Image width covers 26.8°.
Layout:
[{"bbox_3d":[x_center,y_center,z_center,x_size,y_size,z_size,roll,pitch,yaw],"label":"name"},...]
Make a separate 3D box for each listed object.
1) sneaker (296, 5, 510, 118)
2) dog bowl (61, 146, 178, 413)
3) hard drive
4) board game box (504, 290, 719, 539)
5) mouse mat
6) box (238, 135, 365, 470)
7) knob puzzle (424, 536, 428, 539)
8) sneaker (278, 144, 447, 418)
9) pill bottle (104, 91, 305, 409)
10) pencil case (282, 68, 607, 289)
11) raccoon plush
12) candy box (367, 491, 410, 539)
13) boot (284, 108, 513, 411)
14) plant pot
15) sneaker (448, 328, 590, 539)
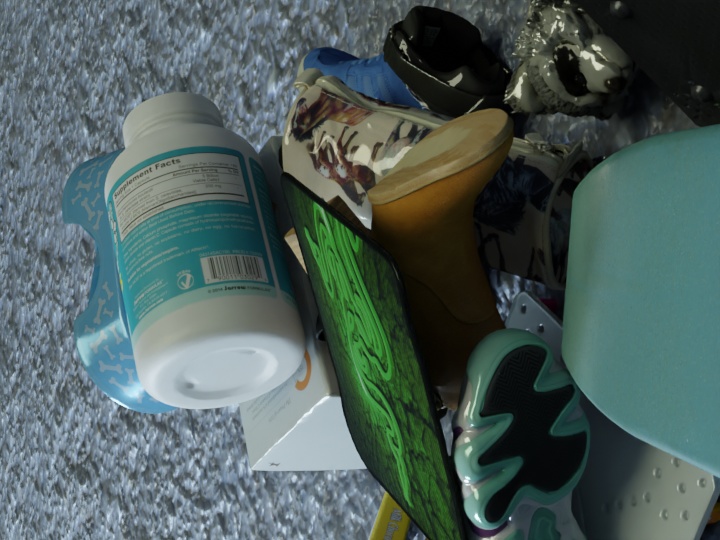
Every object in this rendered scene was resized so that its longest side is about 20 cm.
[{"bbox_3d":[0.029,-0.131,0.994,0.200,0.076,0.112,48,134,46],"label":"sneaker"},{"bbox_3d":[-0.149,-0.001,1.082,0.049,0.111,0.201,-29,61,42],"label":"dog bowl"},{"bbox_3d":[0.191,-0.116,0.671,0.042,0.135,0.200,-58,27,-15],"label":"hard drive"},{"bbox_3d":[0.120,0.145,0.868,0.200,0.026,0.201,48,129,51],"label":"board game box"},{"bbox_3d":[0.008,0.056,0.805,0.161,0.007,0.201,40,148,59],"label":"mouse mat"},{"bbox_3d":[-0.028,0.025,1.066,0.124,0.097,0.201,-47,48,48],"label":"box"},{"bbox_3d":[0.014,0.263,0.903,0.220,0.030,0.221,22,-90,-82],"label":"knob puzzle"},{"bbox_3d":[0.000,0.001,0.966,0.200,0.104,0.060,38,160,15],"label":"sneaker"},{"bbox_3d":[-0.108,-0.019,1.001,0.111,0.110,0.201,-51,45,46],"label":"pill bottle"},{"bbox_3d":[0.044,-0.059,0.887,0.199,0.078,0.090,20,119,28],"label":"pencil case"},{"bbox_3d":[0.128,-0.176,0.856,0.201,0.096,0.134,-82,5,-48],"label":"raccoon plush"},{"bbox_3d":[0.000,0.224,0.961,0.200,0.026,0.103,-64,-6,-66],"label":"candy box"},{"bbox_3d":[0.054,0.004,0.825,0.144,0.071,0.201,51,143,-9],"label":"boot"},{"bbox_3d":[0.177,0.011,0.675,0.200,0.140,0.142,-172,86,-70],"label":"plant pot"},{"bbox_3d":[0.062,0.107,0.823,0.140,0.077,0.201,35,138,57],"label":"sneaker"}]
